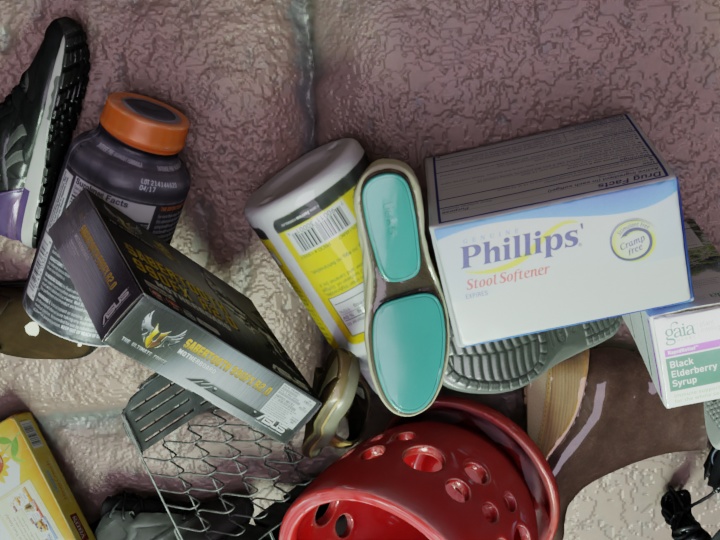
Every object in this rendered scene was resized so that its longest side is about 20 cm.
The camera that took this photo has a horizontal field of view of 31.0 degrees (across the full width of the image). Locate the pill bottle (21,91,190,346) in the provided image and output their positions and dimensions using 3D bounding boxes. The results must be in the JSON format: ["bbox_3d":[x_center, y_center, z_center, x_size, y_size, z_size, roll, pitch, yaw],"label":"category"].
[{"bbox_3d":[-0.207,-0.046,1.090,0.106,0.106,0.201,21,109,-6],"label":"pill bottle"}]

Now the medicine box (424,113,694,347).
[{"bbox_3d":[0.150,-0.037,1.032,0.181,0.200,0.103,-12,110,6],"label":"medicine box"}]

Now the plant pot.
[{"bbox_3d":[0.057,0.220,1.103,0.200,0.182,0.201,15,122,25],"label":"plant pot"}]

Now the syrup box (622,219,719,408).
[{"bbox_3d":[0.260,0.031,1.054,0.078,0.200,0.082,-12,110,5],"label":"syrup box"}]

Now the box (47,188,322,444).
[{"bbox_3d":[-0.135,0.037,1.009,0.048,0.158,0.200,-47,130,7],"label":"box"}]

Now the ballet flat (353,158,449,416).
[{"bbox_3d":[0.030,0.011,1.013,0.069,0.069,0.201,-4,102,3],"label":"ballet flat"}]

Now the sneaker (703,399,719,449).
[{"bbox_3d":[0.370,0.067,1.109,0.118,0.074,0.201,16,88,-7],"label":"sneaker"}]

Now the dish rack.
[{"bbox_3d":[-0.117,0.166,1.155,0.153,0.054,0.201,-33,110,-31],"label":"dish rack"}]

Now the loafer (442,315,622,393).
[{"bbox_3d":[0.131,0.055,1.096,0.199,0.070,0.076,-13,93,-31],"label":"loafer"}]

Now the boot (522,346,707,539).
[{"bbox_3d":[0.229,0.164,1.172,0.165,0.072,0.201,-1,107,4],"label":"boot"}]

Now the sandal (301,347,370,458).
[{"bbox_3d":[-0.015,0.116,1.102,0.054,0.200,0.081,12,72,-6],"label":"sandal"}]

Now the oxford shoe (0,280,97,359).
[{"bbox_3d":[-0.329,0.047,1.140,0.199,0.084,0.073,12,109,-4],"label":"oxford shoe"}]

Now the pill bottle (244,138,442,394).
[{"bbox_3d":[0.000,0.000,1.096,0.114,0.114,0.200,-29,107,12],"label":"pill bottle"}]

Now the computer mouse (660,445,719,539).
[{"bbox_3d":[0.333,0.163,1.135,0.046,0.140,0.200,43,106,-6],"label":"computer mouse"}]

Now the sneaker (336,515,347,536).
[{"bbox_3d":[0.041,0.286,1.216,0.199,0.087,0.075,18,108,-6],"label":"sneaker"}]

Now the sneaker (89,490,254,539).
[{"bbox_3d":[-0.197,0.245,1.218,0.199,0.076,0.091,-22,99,5],"label":"sneaker"}]

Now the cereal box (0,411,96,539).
[{"bbox_3d":[-0.361,0.242,1.211,0.199,0.040,0.144,-30,84,13],"label":"cereal box"}]

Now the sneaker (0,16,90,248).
[{"bbox_3d":[-0.288,-0.120,1.084,0.087,0.076,0.201,19,110,1],"label":"sneaker"}]
